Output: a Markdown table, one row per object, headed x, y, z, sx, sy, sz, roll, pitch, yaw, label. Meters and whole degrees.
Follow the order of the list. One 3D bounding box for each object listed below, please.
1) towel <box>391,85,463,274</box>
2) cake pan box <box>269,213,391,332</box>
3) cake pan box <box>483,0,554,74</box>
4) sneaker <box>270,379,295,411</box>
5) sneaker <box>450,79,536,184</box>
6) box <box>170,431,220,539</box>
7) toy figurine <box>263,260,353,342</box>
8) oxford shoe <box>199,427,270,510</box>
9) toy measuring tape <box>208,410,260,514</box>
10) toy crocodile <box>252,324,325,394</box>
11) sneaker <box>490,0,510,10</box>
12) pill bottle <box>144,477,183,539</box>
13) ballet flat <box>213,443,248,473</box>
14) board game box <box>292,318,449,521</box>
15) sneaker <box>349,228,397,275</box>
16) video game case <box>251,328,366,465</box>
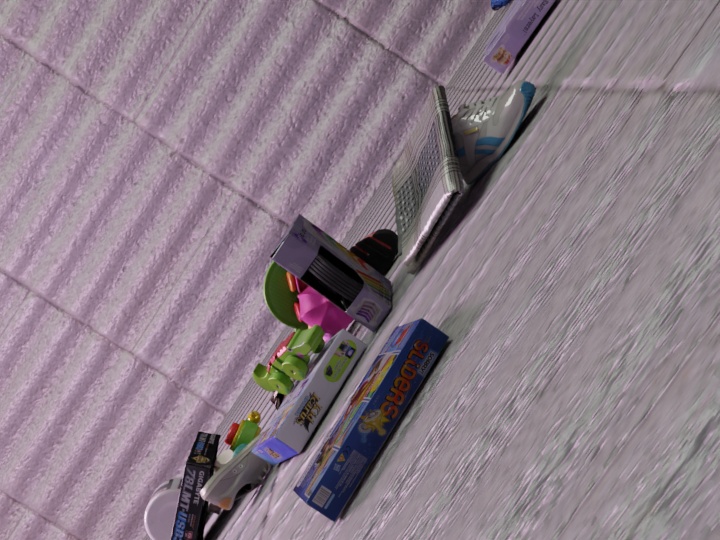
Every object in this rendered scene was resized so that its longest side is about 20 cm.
| x | y | z | sx | sy | sz | roll | pitch | yaw | label |
| --- | --- | --- | --- | --- | --- | --- | --- | --- | --- |
| 0.082 | -0.121 | 1.519 | 0.200 | 0.034 | 0.194 | 117 | 153 | -50 | towel |
| -0.039 | 0.001 | 1.627 | 0.052 | 0.184 | 0.200 | -55 | 4 | 10 | cake pan box |
| 0.305 | -0.475 | 2.066 | 0.201 | 0.052 | 0.184 | -55 | 7 | 22 | cake pan box |
| -0.129 | 0.204 | 1.883 | 0.076 | 0.070 | 0.200 | -59 | 4 | -19 | sneaker |
| 0.163 | -0.192 | 1.487 | 0.077 | 0.081 | 0.200 | -57 | 5 | -36 | sneaker |
| -0.286 | 0.399 | 1.911 | 0.199 | 0.049 | 0.202 | -117 | 38 | -83 | box |
| -0.064 | 0.073 | 1.805 | 0.149 | 0.201 | 0.184 | -15 | 18 | -10 | toy figurine |
| -0.165 | 0.301 | 1.716 | 0.200 | 0.058 | 0.075 | -41 | -14 | -43 | oxford shoe |
| -0.222 | 0.336 | 1.993 | 0.074 | 0.073 | 0.201 | -49 | 15 | 56 | toy measuring tape |
| -0.102 | 0.127 | 1.619 | 0.068 | 0.062 | 0.200 | -58 | 5 | -30 | toy crocodile |
| 0.417 | -0.798 | 3.203 | 0.200 | 0.066 | 0.079 | 172 | 120 | -85 | sneaker |
| -0.369 | 0.480 | 2.227 | 0.114 | 0.114 | 0.200 | -56 | 4 | -4 | pill bottle |
| -0.208 | 0.326 | 1.856 | 0.068 | 0.070 | 0.200 | -62 | 6 | -27 | ballet flat |
| 0.007 | 0.142 | 1.079 | 0.201 | 0.034 | 0.135 | -57 | 4 | -9 | board game box |
| 0.000 | 0.000 | 1.935 | 0.201 | 0.074 | 0.087 | -53 | 1 | 22 | sneaker |
| -0.077 | 0.187 | 1.603 | 0.182 | 0.045 | 0.200 | -57 | 4 | -20 | video game case |
